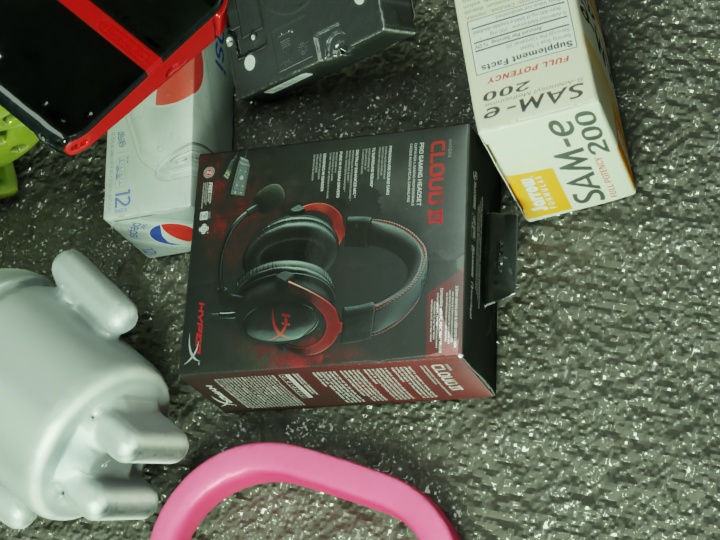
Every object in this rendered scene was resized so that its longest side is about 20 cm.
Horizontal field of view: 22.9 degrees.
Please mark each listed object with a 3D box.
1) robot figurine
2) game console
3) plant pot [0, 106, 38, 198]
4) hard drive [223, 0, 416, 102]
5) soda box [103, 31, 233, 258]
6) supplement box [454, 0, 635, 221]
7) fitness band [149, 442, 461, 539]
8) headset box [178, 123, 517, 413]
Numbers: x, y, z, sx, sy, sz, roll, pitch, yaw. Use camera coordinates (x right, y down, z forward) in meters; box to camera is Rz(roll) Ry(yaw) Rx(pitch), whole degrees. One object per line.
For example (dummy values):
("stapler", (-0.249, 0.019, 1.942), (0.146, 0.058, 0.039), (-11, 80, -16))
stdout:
("robot figurine", (-0.197, 0.075, 1.094), (0.200, 0.113, 0.170), (36, 99, 29))
("game console", (-0.198, -0.179, 1.106), (0.200, 0.031, 0.177), (38, 58, 8))
("plant pot", (-0.313, -0.147, 1.167), (0.198, 0.182, 0.200), (-6, 60, -26))
("hard drive", (-0.041, -0.224, 1.144), (0.139, 0.038, 0.202), (-21, 78, 41))
("soda box", (-0.124, -0.115, 1.169), (0.063, 0.068, 0.202), (-8, 66, 18))
("supplement box", (0.103, -0.149, 1.062), (0.073, 0.126, 0.202), (-14, 65, 13))
("fitness band", (-0.033, 0.178, 1.031), (0.198, 0.037, 0.145), (15, 75, 24))
("headset box", (0.000, 0.000, 1.069), (0.198, 0.075, 0.150), (-4, 67, 20))
